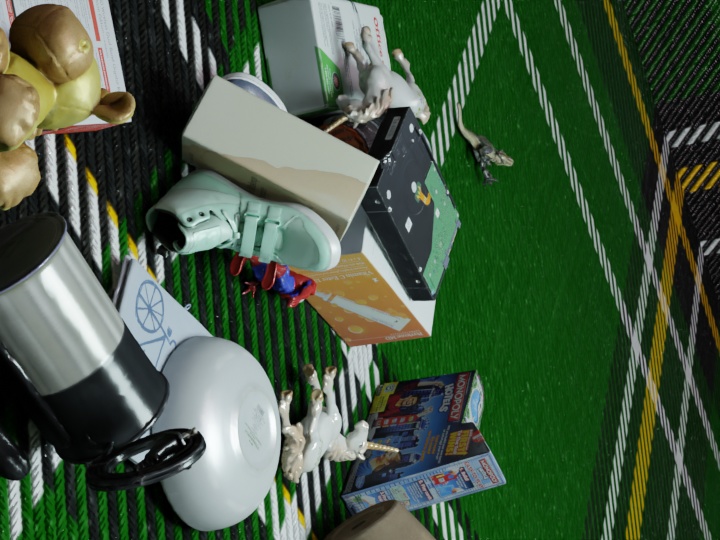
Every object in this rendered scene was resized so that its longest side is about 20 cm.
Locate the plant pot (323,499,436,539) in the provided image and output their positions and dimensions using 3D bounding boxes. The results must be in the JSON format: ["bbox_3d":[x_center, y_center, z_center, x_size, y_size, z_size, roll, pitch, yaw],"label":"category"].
[{"bbox_3d":[0.041,0.376,1.549,0.176,0.199,0.200,61,29,-2],"label":"plant pot"}]

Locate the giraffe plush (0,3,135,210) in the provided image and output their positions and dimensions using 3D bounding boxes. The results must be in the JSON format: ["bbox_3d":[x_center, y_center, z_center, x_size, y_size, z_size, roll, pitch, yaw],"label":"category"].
[{"bbox_3d":[-0.270,-0.145,1.028,0.162,0.200,0.173,-31,84,-36],"label":"giraffe plush"}]

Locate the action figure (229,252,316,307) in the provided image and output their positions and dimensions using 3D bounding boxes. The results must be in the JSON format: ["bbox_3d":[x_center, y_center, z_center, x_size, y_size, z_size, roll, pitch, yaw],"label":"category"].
[{"bbox_3d":[-0.095,0.014,1.491,0.200,0.065,0.052,25,83,-74],"label":"action figure"}]

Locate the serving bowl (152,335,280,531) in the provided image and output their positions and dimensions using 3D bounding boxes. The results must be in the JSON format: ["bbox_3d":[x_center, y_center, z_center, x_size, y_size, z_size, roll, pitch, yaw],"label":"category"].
[{"bbox_3d":[-0.134,0.166,1.339,0.200,0.065,0.202,-7,90,-67],"label":"serving bowl"}]

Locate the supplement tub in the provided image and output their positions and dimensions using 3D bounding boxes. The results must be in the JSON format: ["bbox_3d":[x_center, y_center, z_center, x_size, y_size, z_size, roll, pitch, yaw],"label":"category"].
[{"bbox_3d":[0.005,-0.142,1.683,0.200,0.121,0.124,-12,92,-64],"label":"supplement tub"}]

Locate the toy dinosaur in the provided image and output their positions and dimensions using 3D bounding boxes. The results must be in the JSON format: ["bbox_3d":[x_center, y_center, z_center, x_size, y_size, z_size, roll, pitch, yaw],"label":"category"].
[{"bbox_3d":[0.207,-0.201,2.193,0.200,0.047,0.089,38,35,-53],"label":"toy dinosaur"}]

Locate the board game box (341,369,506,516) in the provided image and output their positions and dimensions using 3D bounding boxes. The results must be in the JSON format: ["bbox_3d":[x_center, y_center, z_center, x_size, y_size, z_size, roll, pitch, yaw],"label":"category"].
[{"bbox_3d":[0.097,0.224,1.663,0.062,0.198,0.201,61,33,-32],"label":"board game box"}]

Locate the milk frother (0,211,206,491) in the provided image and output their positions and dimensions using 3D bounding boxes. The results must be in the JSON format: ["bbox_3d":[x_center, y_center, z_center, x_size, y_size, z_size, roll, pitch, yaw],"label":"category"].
[{"bbox_3d":[-0.230,0.075,1.065,0.189,0.198,0.181,62,36,-31],"label":"milk frother"}]

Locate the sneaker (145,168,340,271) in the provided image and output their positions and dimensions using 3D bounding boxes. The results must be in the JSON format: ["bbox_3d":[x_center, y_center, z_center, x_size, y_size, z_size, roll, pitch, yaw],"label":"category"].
[{"bbox_3d":[-0.126,-0.030,1.340,0.118,0.199,0.074,-44,151,-51],"label":"sneaker"}]

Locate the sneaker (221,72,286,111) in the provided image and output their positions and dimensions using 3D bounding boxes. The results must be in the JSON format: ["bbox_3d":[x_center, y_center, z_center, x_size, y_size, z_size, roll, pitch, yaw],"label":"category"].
[{"bbox_3d":[-0.110,-0.113,1.464,0.147,0.076,0.203,-89,158,-57],"label":"sneaker"}]

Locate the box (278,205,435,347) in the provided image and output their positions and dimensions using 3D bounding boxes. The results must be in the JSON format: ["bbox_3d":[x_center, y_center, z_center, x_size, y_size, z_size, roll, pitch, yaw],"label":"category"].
[{"bbox_3d":[0.000,0.000,1.628,0.200,0.123,0.098,49,41,-46],"label":"box"}]

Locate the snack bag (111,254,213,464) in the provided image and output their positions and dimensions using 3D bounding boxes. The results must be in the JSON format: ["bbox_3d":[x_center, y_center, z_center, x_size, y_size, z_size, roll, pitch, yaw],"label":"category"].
[{"bbox_3d":[-0.202,0.113,1.304,0.200,0.021,0.190,50,40,-50],"label":"snack bag"}]

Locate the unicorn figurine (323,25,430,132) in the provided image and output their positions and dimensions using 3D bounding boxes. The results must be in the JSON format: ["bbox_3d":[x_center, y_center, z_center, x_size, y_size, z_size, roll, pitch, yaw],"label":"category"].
[{"bbox_3d":[0.024,-0.228,1.606,0.199,0.074,0.138,5,53,-40],"label":"unicorn figurine"}]

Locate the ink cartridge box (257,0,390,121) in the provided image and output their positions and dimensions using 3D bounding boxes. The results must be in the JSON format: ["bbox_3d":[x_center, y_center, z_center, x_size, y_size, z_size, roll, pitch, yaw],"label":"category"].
[{"bbox_3d":[-0.039,-0.272,1.679,0.200,0.082,0.148,-8,89,-62],"label":"ink cartridge box"}]

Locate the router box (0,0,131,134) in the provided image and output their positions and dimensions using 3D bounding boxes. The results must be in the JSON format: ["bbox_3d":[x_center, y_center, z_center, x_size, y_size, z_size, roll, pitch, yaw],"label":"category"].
[{"bbox_3d":[-0.299,-0.226,1.188,0.179,0.048,0.202,-16,96,-64],"label":"router box"}]

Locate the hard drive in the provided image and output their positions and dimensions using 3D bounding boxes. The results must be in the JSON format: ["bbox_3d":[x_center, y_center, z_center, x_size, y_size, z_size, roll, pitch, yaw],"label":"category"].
[{"bbox_3d":[0.060,-0.079,1.569,0.201,0.037,0.141,60,40,-41],"label":"hard drive"}]

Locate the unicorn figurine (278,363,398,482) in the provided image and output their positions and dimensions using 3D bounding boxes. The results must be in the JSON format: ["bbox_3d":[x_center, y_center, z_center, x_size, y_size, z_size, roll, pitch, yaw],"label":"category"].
[{"bbox_3d":[-0.045,0.186,1.535,0.199,0.073,0.139,-28,120,-48],"label":"unicorn figurine"}]

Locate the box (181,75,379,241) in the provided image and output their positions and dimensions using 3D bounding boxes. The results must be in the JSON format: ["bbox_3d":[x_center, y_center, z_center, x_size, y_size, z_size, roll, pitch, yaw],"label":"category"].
[{"bbox_3d":[-0.088,-0.118,1.386,0.078,0.199,0.095,-63,180,-15],"label":"box"}]
